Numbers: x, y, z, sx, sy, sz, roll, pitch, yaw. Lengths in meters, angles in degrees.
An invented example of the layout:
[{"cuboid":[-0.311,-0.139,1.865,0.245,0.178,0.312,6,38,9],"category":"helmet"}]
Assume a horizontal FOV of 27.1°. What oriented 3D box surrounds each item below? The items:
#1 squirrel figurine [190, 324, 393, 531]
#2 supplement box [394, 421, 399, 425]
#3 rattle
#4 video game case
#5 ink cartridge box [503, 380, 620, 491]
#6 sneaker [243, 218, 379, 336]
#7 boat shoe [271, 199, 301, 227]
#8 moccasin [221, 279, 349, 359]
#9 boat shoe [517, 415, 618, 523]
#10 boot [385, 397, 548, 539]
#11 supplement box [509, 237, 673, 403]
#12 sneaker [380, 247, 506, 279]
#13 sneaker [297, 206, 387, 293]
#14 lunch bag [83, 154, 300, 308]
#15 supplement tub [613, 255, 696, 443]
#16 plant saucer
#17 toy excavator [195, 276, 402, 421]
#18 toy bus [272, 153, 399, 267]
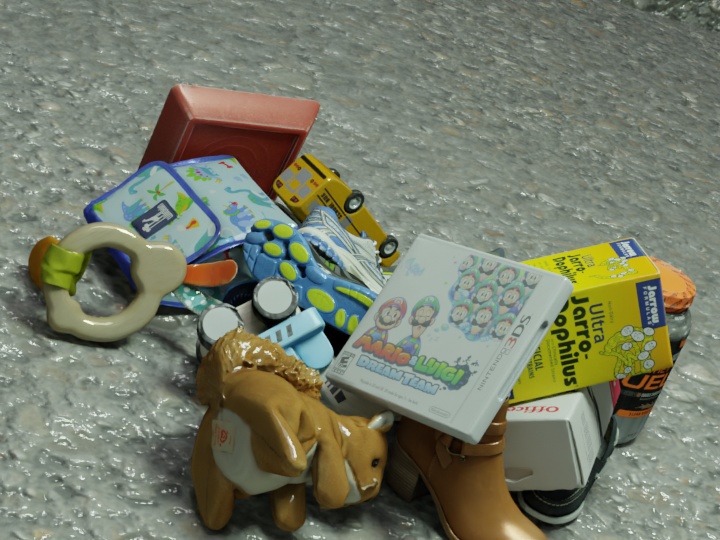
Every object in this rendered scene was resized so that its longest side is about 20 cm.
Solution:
[{"cuboid":[-0.059,0.142,1.405,0.186,0.142,0.200,6,49,-42],"category":"squirrel figurine"},{"cuboid":[0.093,0.076,1.654,0.061,0.109,0.200,36,40,16],"category":"supplement box"},{"cuboid":[-0.245,0.009,1.601,0.199,0.131,0.143,-10,-6,-19],"category":"rattle"},{"cuboid":[0.083,0.060,1.445,0.200,0.182,0.024,18,-22,45],"category":"video game case"},{"cuboid":[0.181,0.146,1.579,0.144,0.085,0.200,-4,23,23],"category":"ink cartridge box"},{"cuboid":[-0.047,0.018,1.615,0.199,0.071,0.083,35,-6,14],"category":"sneaker"},{"cuboid":[-0.089,-0.018,1.802,0.062,0.071,0.200,-29,54,-26],"category":"boat shoe"},{"cuboid":[-0.055,0.060,1.661,0.199,0.081,0.068,12,31,-16],"category":"moccasin"},{"cuboid":[0.225,0.205,1.602,0.075,0.060,0.200,26,26,12],"category":"boat shoe"},{"cuboid":[0.120,0.188,1.450,0.200,0.155,0.074,31,27,20],"category":"boot"},{"cuboid":[0.204,0.053,1.529,0.199,0.109,0.110,-13,22,-1],"category":"supplement box"},{"cuboid":[0.089,0.012,1.798,0.199,0.074,0.081,1,41,19],"category":"sneaker"},{"cuboid":[0.000,0.000,1.717,0.200,0.077,0.085,48,45,-34],"category":"sneaker"},{"cuboid":[-0.195,-0.040,1.715,0.200,0.128,0.170,-14,43,-32],"category":"lunch bag"},{"cuboid":[0.303,0.089,1.724,0.122,0.200,0.123,16,26,-8],"category":"supplement tub"},{"cuboid":[-0.165,-0.131,1.825,0.199,0.200,0.037,3,43,-31],"category":"plant saucer"},{"cuboid":[-0.052,0.106,1.542,0.194,0.100,0.200,-27,76,-17],"category":"toy excavator"},{"cuboid":[-0.026,-0.062,1.856,0.065,0.078,0.200,43,-5,40],"category":"toy bus"}]
